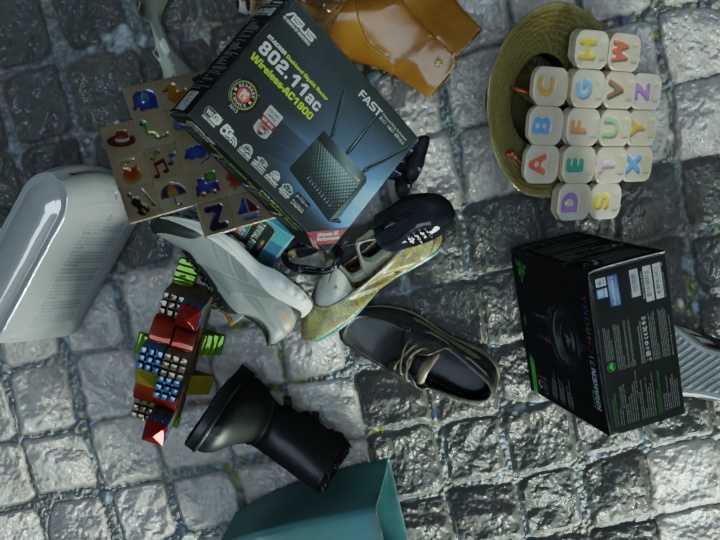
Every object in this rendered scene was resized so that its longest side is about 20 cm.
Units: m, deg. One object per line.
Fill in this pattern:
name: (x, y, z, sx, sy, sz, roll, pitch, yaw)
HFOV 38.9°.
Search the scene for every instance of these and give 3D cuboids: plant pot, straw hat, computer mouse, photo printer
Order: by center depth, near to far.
straw hat: (0.181, -0.185, 1.100, 0.199, 0.085, 0.204, -9, 106, -32)
photo printer: (-0.326, -0.023, 1.103, 0.069, 0.166, 0.201, 34, 101, 14)
computer mouse: (0.006, -0.041, 1.110, 0.198, 0.034, 0.059, -19, 66, 6)
plant pot: (-0.053, 0.327, 1.188, 0.198, 0.141, 0.143, -12, 101, 10)

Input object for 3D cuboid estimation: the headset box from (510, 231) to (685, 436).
headset box: (0.248, 0.059, 1.103, 0.092, 0.200, 0.176, -13, 103, -13)

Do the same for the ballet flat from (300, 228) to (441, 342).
ballet flat: (0.000, 0.000, 1.150, 0.199, 0.071, 0.071, -36, 99, 3)

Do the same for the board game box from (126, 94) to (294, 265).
board game box: (-0.158, -0.087, 1.093, 0.199, 0.151, 0.047, 33, 71, -5)

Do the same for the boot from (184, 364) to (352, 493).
boot: (-0.097, 0.189, 1.131, 0.162, 0.198, 0.074, 38, 102, 0)

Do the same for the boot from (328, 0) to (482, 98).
boot: (0.022, -0.235, 1.098, 0.201, 0.071, 0.144, -43, 88, 0)

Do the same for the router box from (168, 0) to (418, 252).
router box: (-0.059, -0.138, 0.974, 0.200, 0.062, 0.150, 44, 77, -28)

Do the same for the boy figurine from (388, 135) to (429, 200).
boy figurine: (-0.023, -0.154, 1.106, 0.198, 0.065, 0.124, 23, 143, -12)

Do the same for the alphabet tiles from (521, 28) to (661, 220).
alphabet tiles: (0.254, -0.154, 1.095, 0.194, 0.015, 0.203, -3, 104, -33)

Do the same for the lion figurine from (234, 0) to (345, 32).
lion figurine: (-0.058, -0.225, 1.033, 0.121, 0.072, 0.203, -5, 100, -24)

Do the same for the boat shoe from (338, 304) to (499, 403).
boat shoe: (0.071, 0.096, 1.169, 0.198, 0.073, 0.075, 19, 101, -3)

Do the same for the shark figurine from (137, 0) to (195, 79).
shark figurine: (-0.173, -0.212, 1.121, 0.089, 0.128, 0.216, -26, 82, -20)

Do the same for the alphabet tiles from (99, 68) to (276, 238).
alphabet tiles: (-0.150, -0.120, 1.019, 0.198, 0.008, 0.169, -17, 83, -18)

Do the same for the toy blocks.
toy blocks: (-0.214, 0.100, 1.139, 0.099, 0.137, 0.202, 17, 101, -3)

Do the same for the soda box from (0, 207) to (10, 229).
soda box: (-0.450, 0.027, 1.162, 0.063, 0.068, 0.200, 39, 98, -7)

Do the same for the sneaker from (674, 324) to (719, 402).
sneaker: (0.383, 0.108, 1.174, 0.198, 0.079, 0.079, 21, 96, 21)

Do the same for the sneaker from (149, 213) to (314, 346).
sneaker: (-0.147, 0.007, 1.111, 0.199, 0.074, 0.080, 36, 80, -9)
